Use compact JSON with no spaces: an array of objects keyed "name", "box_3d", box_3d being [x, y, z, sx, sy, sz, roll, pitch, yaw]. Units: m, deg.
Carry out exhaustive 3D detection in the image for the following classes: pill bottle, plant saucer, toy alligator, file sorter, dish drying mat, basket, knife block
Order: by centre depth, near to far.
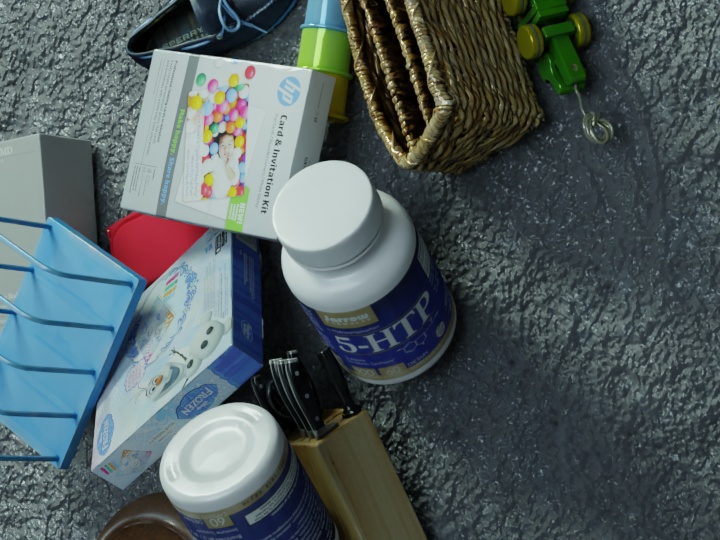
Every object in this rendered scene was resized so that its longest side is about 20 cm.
[{"name":"pill bottle","box_3d":[0.000,0.000,1.581,0.119,0.200,0.120,-11,54,16]},{"name":"pill bottle","box_3d":[-0.084,0.218,1.583,0.110,0.201,0.112,-16,39,13]},{"name":"toy alligator","box_3d":[0.166,-0.191,1.598,0.054,0.059,0.201,130,123,-66]},{"name":"basket","box_3d":[0.042,-0.189,1.604,0.142,0.148,0.201,-28,73,37]},{"name":"knife block","box_3d":[-0.016,0.164,1.623,0.200,0.064,0.176,41,145,27]},{"name":"file sorter","box_3d":[-0.320,0.064,1.726,0.138,0.122,0.201,32,104,34]},{"name":"plant saucer","box_3d":[-0.196,0.317,1.792,0.199,0.034,0.202,-3,85,30]},{"name":"dish drying mat","box_3d":[-0.165,-0.048,1.803,0.199,0.018,0.077,-26,75,27]}]

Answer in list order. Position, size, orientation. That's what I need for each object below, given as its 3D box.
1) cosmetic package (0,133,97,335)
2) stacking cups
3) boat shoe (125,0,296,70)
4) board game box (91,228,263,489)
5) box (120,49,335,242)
[{"name":"cosmetic package","box_3d":[-0.327,-0.032,1.860,0.106,0.090,0.202,-10,85,32]},{"name":"stacking cups","box_3d":[-0.027,-0.240,1.708,0.060,0.060,0.202,9,92,31]},{"name":"boat shoe","box_3d":[-0.139,-0.242,1.770,0.200,0.068,0.085,-35,70,24]},{"name":"board game box","box_3d":[-0.169,0.071,1.716,0.199,0.043,0.201,-41,31,25]},{"name":"box","box_3d":[-0.124,-0.116,1.705,0.199,0.041,0.157,12,90,36]}]
